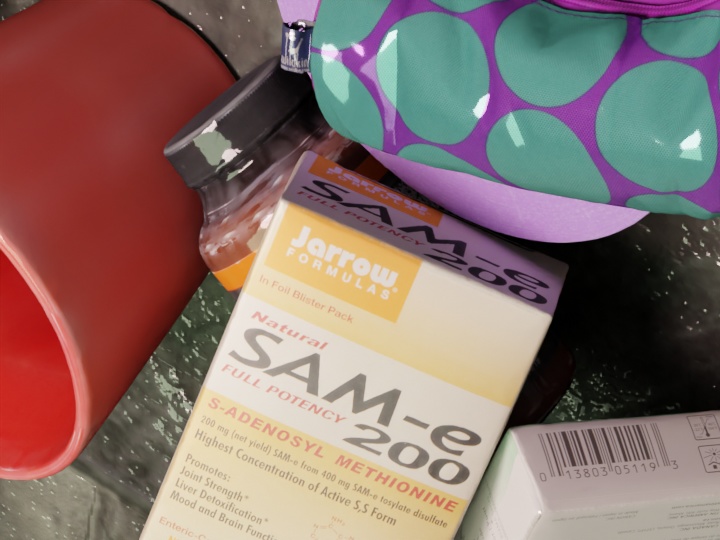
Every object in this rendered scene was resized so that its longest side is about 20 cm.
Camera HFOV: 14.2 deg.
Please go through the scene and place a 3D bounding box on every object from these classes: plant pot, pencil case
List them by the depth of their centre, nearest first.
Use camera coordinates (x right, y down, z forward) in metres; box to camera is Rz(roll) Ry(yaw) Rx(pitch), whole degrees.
[{"bbox_3d":[0.074,-0.075,1.068,0.200,0.085,0.092,14,123,34],"label":"pencil case"},{"bbox_3d":[-0.153,-0.031,1.361,0.200,0.177,0.200,25,140,23],"label":"plant pot"}]

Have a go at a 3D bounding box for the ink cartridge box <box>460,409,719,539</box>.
[{"bbox_3d":[0.118,0.132,1.289,0.200,0.161,0.050,114,146,-53],"label":"ink cartridge box"}]

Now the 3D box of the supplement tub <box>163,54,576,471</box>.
[{"bbox_3d":[0.000,0.000,1.307,0.200,0.107,0.107,51,144,-8],"label":"supplement tub"}]

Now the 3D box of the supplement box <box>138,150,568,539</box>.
[{"bbox_3d":[-0.008,0.067,1.235,0.126,0.074,0.200,23,111,1],"label":"supplement box"}]

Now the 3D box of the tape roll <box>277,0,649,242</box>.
[{"bbox_3d":[0.062,-0.110,1.172,0.200,0.066,0.200,26,140,24],"label":"tape roll"}]
